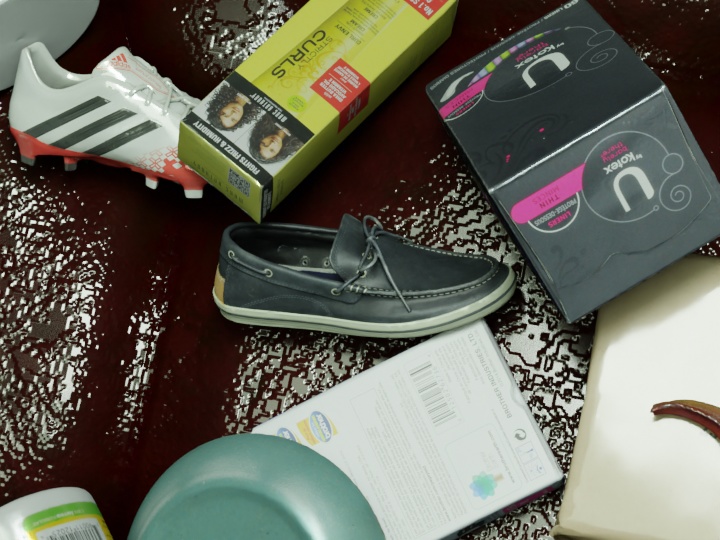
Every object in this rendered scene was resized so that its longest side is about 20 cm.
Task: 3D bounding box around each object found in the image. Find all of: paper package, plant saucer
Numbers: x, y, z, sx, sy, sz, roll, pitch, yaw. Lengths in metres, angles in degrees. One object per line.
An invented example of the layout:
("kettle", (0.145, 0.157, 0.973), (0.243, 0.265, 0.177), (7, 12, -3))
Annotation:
("paper package", (0.234, 0.093, 1.498), (0.199, 0.103, 0.191), (9, 80, 12))
("plant saucer", (-0.074, 0.203, 1.528), (0.199, 0.036, 0.201), (-1, 88, 27))

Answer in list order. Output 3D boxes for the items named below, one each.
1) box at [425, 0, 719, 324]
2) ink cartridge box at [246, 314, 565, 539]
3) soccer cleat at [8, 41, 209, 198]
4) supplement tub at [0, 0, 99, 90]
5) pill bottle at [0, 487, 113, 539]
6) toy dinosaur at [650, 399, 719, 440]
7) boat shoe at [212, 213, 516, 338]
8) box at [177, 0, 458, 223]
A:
("box", (0.130, -0.072, 1.493), (0.122, 0.200, 0.106), (-31, 114, 2))
("ink cartridge box", (0.016, 0.126, 1.561), (0.200, 0.042, 0.120), (-26, 75, 1))
("soccer cleat", (-0.139, -0.103, 1.614), (0.199, 0.069, 0.085), (9, 112, 16))
("supplement tub", (-0.279, -0.232, 1.645), (0.132, 0.132, 0.200), (-34, 74, 1))
("pill bottle", (-0.175, 0.244, 1.499), (0.111, 0.111, 0.200), (-29, 73, 3))
("toy dinosaur", (0.273, 0.156, 1.388), (0.200, 0.105, 0.182), (-12, 75, 48))
("boat shoe", (0.000, 0.000, 1.570), (0.199, 0.075, 0.062), (3, 120, 13))
("box", (-0.026, -0.125, 1.583), (0.075, 0.050, 0.200), (39, 64, 14))
